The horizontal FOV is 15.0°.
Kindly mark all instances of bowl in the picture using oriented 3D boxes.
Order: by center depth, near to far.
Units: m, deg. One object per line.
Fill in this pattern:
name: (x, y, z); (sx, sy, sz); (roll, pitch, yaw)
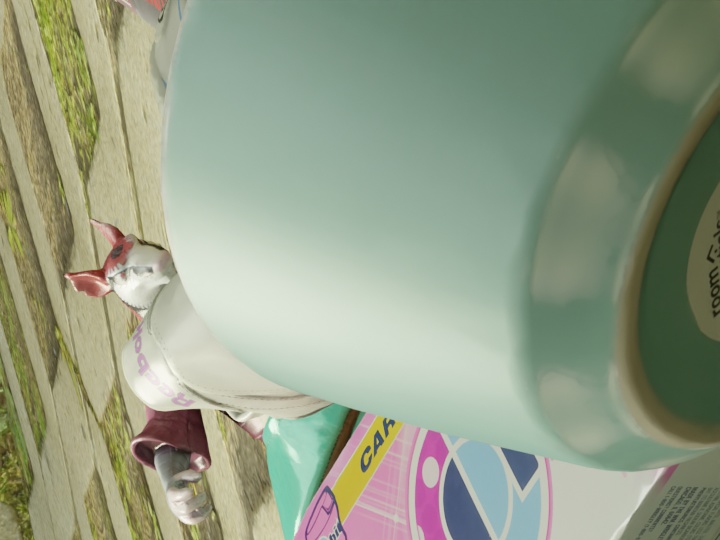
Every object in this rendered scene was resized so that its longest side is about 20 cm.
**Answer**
bowl: (0.064, -0.036, 0.620); (0.105, 0.200, 0.202); (35, 143, 38)

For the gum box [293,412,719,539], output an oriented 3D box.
gum box: (0.062, 0.057, 0.795); (0.201, 0.066, 0.114); (-60, 40, 36)

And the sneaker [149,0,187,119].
sneaker: (-0.027, -0.108, 0.867); (0.072, 0.072, 0.201); (41, -153, -33)

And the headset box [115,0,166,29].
headset box: (-0.078, -0.194, 1.236); (0.149, 0.075, 0.201); (-139, 36, -67)

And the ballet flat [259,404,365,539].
ballet flat: (-0.007, 0.007, 1.000); (0.067, 0.070, 0.201); (-51, -16, -70)

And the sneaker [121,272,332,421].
sneaker: (0.000, 0.000, 0.884); (0.099, 0.199, 0.075); (-38, 74, 34)

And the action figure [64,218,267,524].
action figure: (-0.026, 0.036, 1.105); (0.199, 0.134, 0.149); (36, -172, 0)
